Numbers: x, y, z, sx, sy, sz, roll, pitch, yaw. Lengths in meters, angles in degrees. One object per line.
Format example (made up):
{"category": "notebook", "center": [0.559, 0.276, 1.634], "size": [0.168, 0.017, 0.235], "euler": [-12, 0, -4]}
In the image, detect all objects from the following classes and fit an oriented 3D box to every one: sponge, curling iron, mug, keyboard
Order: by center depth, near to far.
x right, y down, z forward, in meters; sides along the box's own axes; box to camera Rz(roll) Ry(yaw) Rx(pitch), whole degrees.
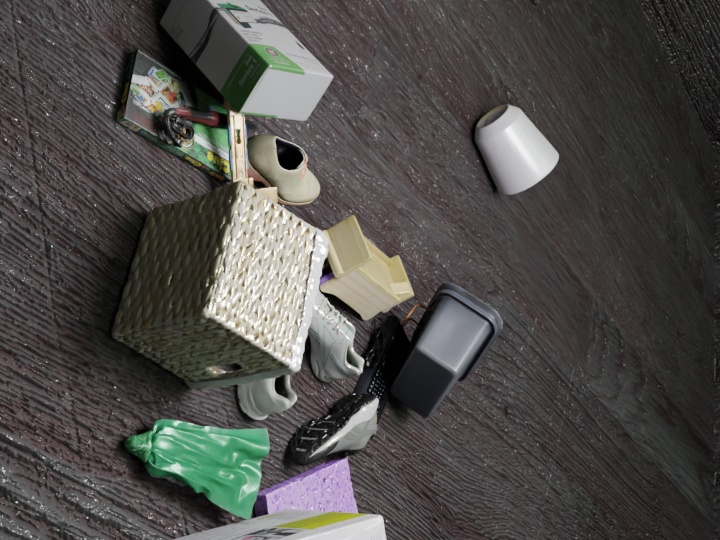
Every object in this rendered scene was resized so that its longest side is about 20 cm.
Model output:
{"category": "curling iron", "center": [-0.205, -0.198, 1.289], "size": [0.199, 0.025, 0.050], "euler": [-18, 117, -60]}
{"category": "sponge", "center": [-0.073, 0.350, 1.355], "size": [0.199, 0.030, 0.113], "euler": [-9, 89, -55]}
{"category": "keyboard", "center": [0.041, 0.160, 1.562], "size": [0.105, 0.039, 0.201], "euler": [57, 40, -30]}
{"category": "mug", "center": [0.312, -0.268, 2.010], "size": [0.149, 0.186, 0.154], "euler": [-43, 111, -14]}

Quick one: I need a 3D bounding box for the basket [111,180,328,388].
{"category": "basket", "center": [-0.172, 0.019, 1.162], "size": [0.161, 0.197, 0.202], "euler": [38, 52, -40]}

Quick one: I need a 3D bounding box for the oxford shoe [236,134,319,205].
{"category": "oxford shoe", "center": [-0.105, -0.146, 1.399], "size": [0.200, 0.073, 0.072], "euler": [24, 61, -60]}

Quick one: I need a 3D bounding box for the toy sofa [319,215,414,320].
{"category": "toy sofa", "center": [0.000, 0.000, 1.494], "size": [0.200, 0.097, 0.084], "euler": [37, 27, -59]}

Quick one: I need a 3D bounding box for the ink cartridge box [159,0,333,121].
{"category": "ink cartridge box", "center": [-0.157, -0.302, 1.281], "size": [0.200, 0.085, 0.145], "euler": [49, 28, 21]}

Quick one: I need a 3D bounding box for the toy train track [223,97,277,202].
{"category": "toy train track", "center": [-0.174, -0.143, 1.304], "size": [0.114, 0.032, 0.203], "euler": [-10, 106, -33]}

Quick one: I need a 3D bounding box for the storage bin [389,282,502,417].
{"category": "storage bin", "center": [0.122, 0.137, 1.547], "size": [0.145, 0.201, 0.135], "euler": [34, 51, 8]}

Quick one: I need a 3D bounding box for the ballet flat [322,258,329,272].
{"category": "ballet flat", "center": [-0.103, -0.023, 1.400], "size": [0.199, 0.046, 0.068], "euler": [6, 77, -54]}

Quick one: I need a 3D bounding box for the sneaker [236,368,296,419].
{"category": "sneaker", "center": [-0.131, 0.102, 1.293], "size": [0.074, 0.086, 0.203], "euler": [-14, 91, -53]}

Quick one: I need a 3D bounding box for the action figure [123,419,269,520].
{"category": "action figure", "center": [-0.209, 0.235, 1.175], "size": [0.199, 0.054, 0.120], "euler": [27, 61, -41]}

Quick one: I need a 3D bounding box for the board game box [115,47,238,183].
{"category": "board game box", "center": [-0.242, -0.207, 1.275], "size": [0.199, 0.023, 0.106], "euler": [30, 56, -47]}

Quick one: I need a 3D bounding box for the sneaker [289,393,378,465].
{"category": "sneaker", "center": [-0.030, 0.252, 1.409], "size": [0.199, 0.073, 0.080], "euler": [-23, 108, -53]}

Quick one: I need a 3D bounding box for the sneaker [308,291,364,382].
{"category": "sneaker", "center": [-0.050, 0.079, 1.406], "size": [0.071, 0.079, 0.202], "euler": [-53, 128, -45]}

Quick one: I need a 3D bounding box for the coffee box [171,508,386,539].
{"category": "coffee box", "center": [-0.095, 0.413, 1.143], "size": [0.199, 0.196, 0.202], "euler": [-2, 84, -45]}
